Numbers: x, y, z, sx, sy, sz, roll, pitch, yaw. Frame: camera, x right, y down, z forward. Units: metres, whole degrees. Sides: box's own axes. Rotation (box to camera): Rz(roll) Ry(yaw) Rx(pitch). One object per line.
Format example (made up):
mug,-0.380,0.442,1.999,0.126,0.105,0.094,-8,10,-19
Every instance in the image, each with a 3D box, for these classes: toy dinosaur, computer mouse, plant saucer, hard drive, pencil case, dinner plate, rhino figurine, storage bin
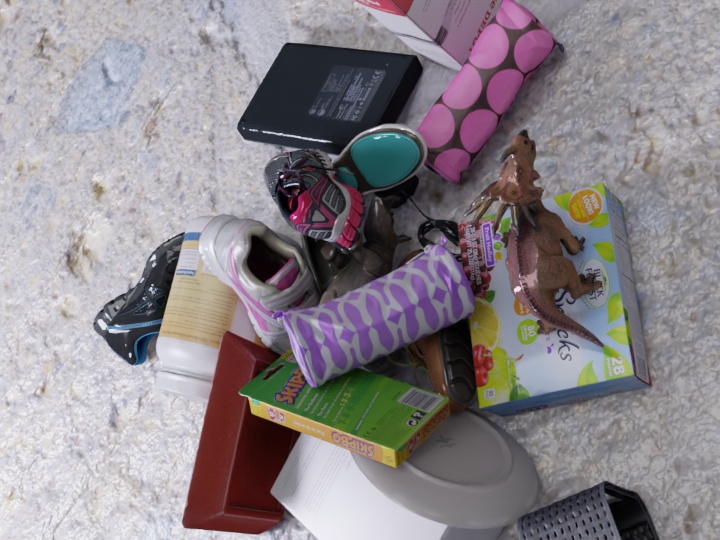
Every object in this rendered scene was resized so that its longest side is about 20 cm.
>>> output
toy dinosaur,0.162,-0.015,1.146,0.085,0.135,0.203,-24,64,20
computer mouse,0.061,-0.077,1.370,0.058,0.034,0.200,-40,60,1
plant saucer,-0.112,0.183,1.298,0.036,0.200,0.203,7,79,22
hard drive,-0.039,-0.206,1.446,0.198,0.033,0.141,13,64,33
pencil case,0.019,0.041,1.201,0.198,0.084,0.087,-25,87,-11
dinner plate,0.084,0.177,1.185,0.199,0.199,0.025,36,122,33
rhino figurine,0.000,0.000,1.298,0.059,0.088,0.202,1,54,40
pencil case,0.133,-0.195,1.331,0.090,0.094,0.201,36,97,-11
storage bin,0.230,0.306,1.086,0.093,0.135,0.202,-28,63,21

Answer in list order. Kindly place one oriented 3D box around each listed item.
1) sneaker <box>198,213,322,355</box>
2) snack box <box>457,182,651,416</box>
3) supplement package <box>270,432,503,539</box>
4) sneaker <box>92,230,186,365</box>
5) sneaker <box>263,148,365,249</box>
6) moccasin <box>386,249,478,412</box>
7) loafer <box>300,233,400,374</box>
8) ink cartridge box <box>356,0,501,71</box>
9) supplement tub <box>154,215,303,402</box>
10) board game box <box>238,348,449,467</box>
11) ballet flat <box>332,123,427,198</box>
sneaker,-0.087,0.023,1.296,0.082,0.200,0.088,-51,21,-21
snack box,0.195,0.032,1.233,0.166,0.067,0.203,-14,69,26
supplement package,0.030,0.236,1.232,0.199,0.119,0.122,38,105,34
sneaker,-0.244,0.031,1.508,0.200,0.073,0.082,-47,74,17
sneaker,-0.063,-0.089,1.293,0.200,0.074,0.082,37,109,60
moccasin,0.070,0.069,1.280,0.078,0.073,0.203,-40,48,23
loafer,-0.017,0.027,1.361,0.070,0.070,0.201,-39,59,16
ink cartridge box,0.079,-0.329,1.335,0.082,0.199,0.149,23,87,37
supplement tub,-0.153,0.052,1.391,0.143,0.144,0.203,8,79,32
board game box,-0.019,0.131,1.193,0.198,0.095,0.030,18,127,32
ballet flat,0.011,-0.117,1.331,0.199,0.069,0.071,-30,59,45
